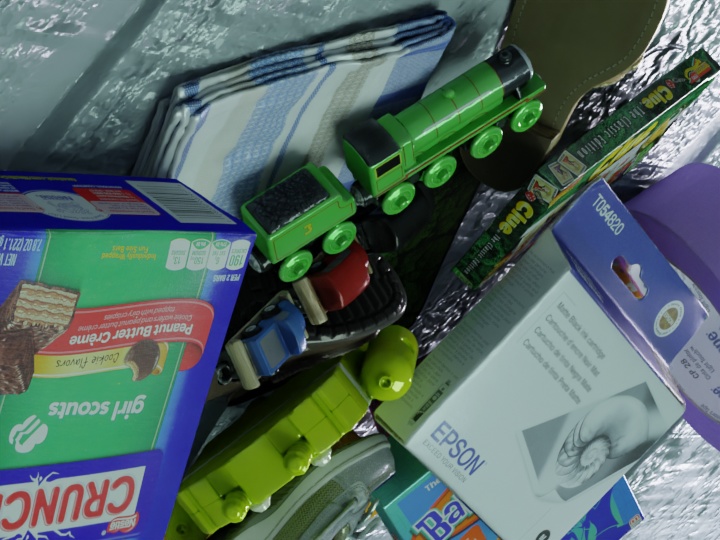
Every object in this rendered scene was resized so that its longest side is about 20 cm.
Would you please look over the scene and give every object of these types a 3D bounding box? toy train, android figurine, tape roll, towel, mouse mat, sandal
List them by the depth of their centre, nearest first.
[{"bbox_3d":[-0.043,-0.067,1.584,0.200,0.024,0.147,-20,150,-38],"label":"towel"},{"bbox_3d":[0.019,-0.063,1.616,0.200,0.042,0.056,-34,149,-15],"label":"toy train"},{"bbox_3d":[-0.017,0.006,1.636,0.200,0.046,0.034,-44,120,-42],"label":"toy train"},{"bbox_3d":[0.125,-0.134,1.679,0.070,0.078,0.212,-45,172,-44],"label":"sandal"},{"bbox_3d":[-0.044,0.097,1.724,0.182,0.041,0.200,-37,-173,11],"label":"android figurine"},{"bbox_3d":[0.000,0.000,1.786,0.161,0.008,0.200,-22,150,-35],"label":"mouse mat"},{"bbox_3d":[0.243,0.031,1.951,0.066,0.200,0.200,-31,155,-18],"label":"tape roll"}]

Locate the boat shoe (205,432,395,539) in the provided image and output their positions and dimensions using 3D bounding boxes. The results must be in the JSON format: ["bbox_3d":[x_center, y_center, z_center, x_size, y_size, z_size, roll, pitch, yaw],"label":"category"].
[{"bbox_3d":[-0.041,0.163,1.753,0.074,0.065,0.202,-31,-176,41],"label":"boat shoe"}]

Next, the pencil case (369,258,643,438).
[{"bbox_3d":[0.101,0.061,1.939,0.200,0.088,0.088,-34,156,-12],"label":"pencil case"}]

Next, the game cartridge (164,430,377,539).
[{"bbox_3d":[-0.062,0.167,1.925,0.176,0.032,0.200,-38,160,6],"label":"game cartridge"}]

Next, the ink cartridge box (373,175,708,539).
[{"bbox_3d":[0.126,0.066,1.802,0.200,0.041,0.200,-48,141,-2],"label":"ink cartridge box"}]

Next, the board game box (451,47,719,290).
[{"bbox_3d":[0.139,-0.063,1.785,0.200,0.023,0.105,-36,167,-46],"label":"board game box"}]

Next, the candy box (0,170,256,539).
[{"bbox_3d":[-0.161,0.056,1.465,0.169,0.077,0.201,0,116,-43],"label":"candy box"}]

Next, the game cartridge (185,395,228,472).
[{"bbox_3d":[-0.172,0.113,1.698,0.200,0.041,0.133,-12,148,-47],"label":"game cartridge"}]

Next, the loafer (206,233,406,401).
[{"bbox_3d":[-0.066,0.032,1.677,0.199,0.073,0.071,-14,156,-30],"label":"loafer"}]

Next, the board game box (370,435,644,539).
[{"bbox_3d":[0.092,0.146,1.909,0.152,0.045,0.200,-38,140,-7],"label":"board game box"}]
